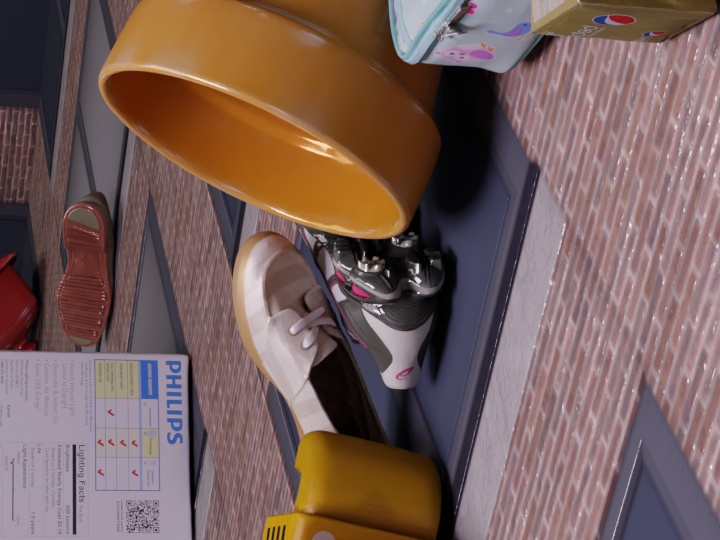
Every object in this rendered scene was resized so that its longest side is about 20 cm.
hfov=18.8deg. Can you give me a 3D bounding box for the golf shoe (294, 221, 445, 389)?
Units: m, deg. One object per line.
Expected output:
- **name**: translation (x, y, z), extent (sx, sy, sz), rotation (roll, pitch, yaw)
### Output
- **golf shoe**: translation (0.000, 0.000, 1.392), extent (0.200, 0.077, 0.088), rotation (-114, 21, -63)

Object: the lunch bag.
- **lunch bag**: translation (0.060, -0.210, 1.164), extent (0.160, 0.077, 0.200), rotation (135, 136, -61)

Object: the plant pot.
- **plant pot**: translation (-0.026, -0.145, 1.285), extent (0.183, 0.200, 0.200), rotation (-65, 10, -14)

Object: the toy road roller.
- **toy road roller**: translation (0.000, 0.168, 1.280), extent (0.200, 0.123, 0.146), rotation (150, 133, -73)

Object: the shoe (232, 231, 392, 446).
- **shoe**: translation (-0.023, 0.064, 1.373), extent (0.053, 0.070, 0.200), rotation (0, 120, 40)

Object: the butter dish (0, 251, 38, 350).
- **butter dish**: translation (-0.578, 0.088, 3.462), extent (0.199, 0.148, 0.200), rotation (-49, 3, -17)

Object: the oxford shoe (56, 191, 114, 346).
- **oxford shoe**: translation (-0.331, -0.002, 2.700), extent (0.074, 0.071, 0.200), rotation (-61, -18, -63)

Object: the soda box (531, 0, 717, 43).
- **soda box**: translation (0.118, -0.206, 0.980), extent (0.064, 0.068, 0.200), rotation (159, 113, -74)

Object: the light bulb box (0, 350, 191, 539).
- **light bulb box**: translation (-0.275, 0.189, 2.152), extent (0.125, 0.200, 0.198), rotation (125, 145, -67)
